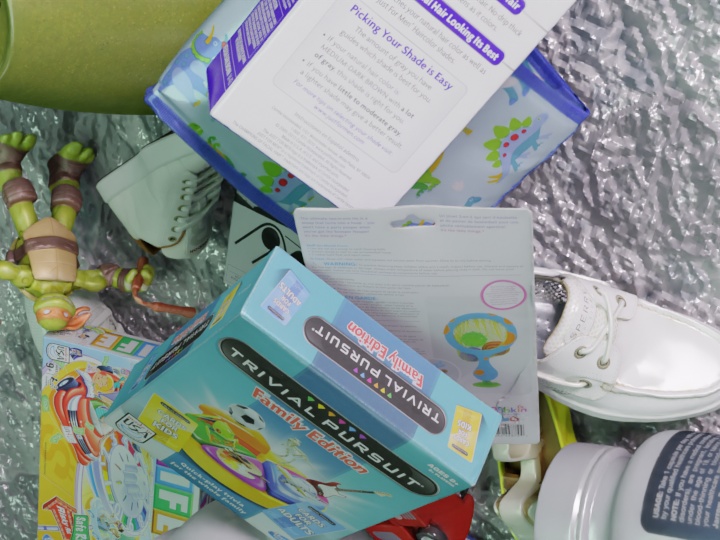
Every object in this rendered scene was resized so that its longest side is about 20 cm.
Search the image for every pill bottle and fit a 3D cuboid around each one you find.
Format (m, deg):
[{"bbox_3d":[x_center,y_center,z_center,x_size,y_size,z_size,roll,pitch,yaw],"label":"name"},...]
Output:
[{"bbox_3d":[0.205,0.152,0.716,0.198,0.119,0.121,4,109,35],"label":"pill bottle"}]

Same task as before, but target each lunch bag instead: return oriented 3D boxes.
[{"bbox_3d":[0.008,-0.103,0.745,0.200,0.128,0.170,43,113,-11],"label":"lunch bag"}]

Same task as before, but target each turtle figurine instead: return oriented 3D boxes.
[{"bbox_3d":[-0.226,-0.018,0.964,0.064,0.198,0.163,-47,47,52],"label":"turtle figurine"}]

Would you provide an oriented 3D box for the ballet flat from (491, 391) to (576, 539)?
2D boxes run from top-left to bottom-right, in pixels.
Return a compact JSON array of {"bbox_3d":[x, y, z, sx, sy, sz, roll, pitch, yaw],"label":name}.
[{"bbox_3d":[0.107,0.121,0.810,0.066,0.067,0.203,-2,106,35],"label":"ballet flat"}]

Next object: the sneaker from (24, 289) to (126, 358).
[{"bbox_3d":[-0.189,0.074,1.015,0.088,0.075,0.202,-16,107,34],"label":"sneaker"}]

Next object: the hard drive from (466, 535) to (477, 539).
[{"bbox_3d":[0.061,0.246,0.915,0.198,0.025,0.133,22,119,28],"label":"hard drive"}]

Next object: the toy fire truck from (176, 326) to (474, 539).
[{"bbox_3d":[-0.029,0.114,0.832,0.140,0.049,0.200,-7,134,41],"label":"toy fire truck"}]

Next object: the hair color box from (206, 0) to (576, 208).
[{"bbox_3d":[0.025,-0.132,0.629,0.109,0.065,0.200,34,110,-25],"label":"hair color box"}]

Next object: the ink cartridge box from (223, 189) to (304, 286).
[{"bbox_3d":[0.000,0.000,0.858,0.199,0.044,0.095,25,121,26],"label":"ink cartridge box"}]

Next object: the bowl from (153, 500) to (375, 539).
[{"bbox_3d":[-0.042,0.212,0.852,0.201,0.201,0.091,40,108,18],"label":"bowl"}]

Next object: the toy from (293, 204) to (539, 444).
[{"bbox_3d":[0.037,0.024,0.685,0.114,0.048,0.201,0,137,9],"label":"toy"}]

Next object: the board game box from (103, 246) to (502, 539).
[{"bbox_3d":[-0.041,0.083,0.713,0.150,0.047,0.200,37,145,-13],"label":"board game box"}]

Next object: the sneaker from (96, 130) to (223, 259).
[{"bbox_3d":[-0.117,-0.059,0.898,0.085,0.073,0.199,60,151,-5],"label":"sneaker"}]

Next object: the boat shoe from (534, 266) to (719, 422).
[{"bbox_3d":[0.120,0.036,0.730,0.197,0.072,0.069,11,159,9],"label":"boat shoe"}]

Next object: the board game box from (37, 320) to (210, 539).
[{"bbox_3d":[-0.180,0.146,0.989,0.133,0.034,0.202,12,115,9],"label":"board game box"}]

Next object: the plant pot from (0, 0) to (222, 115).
[{"bbox_3d":[-0.179,-0.177,0.826,0.185,0.199,0.189,13,114,31],"label":"plant pot"}]
